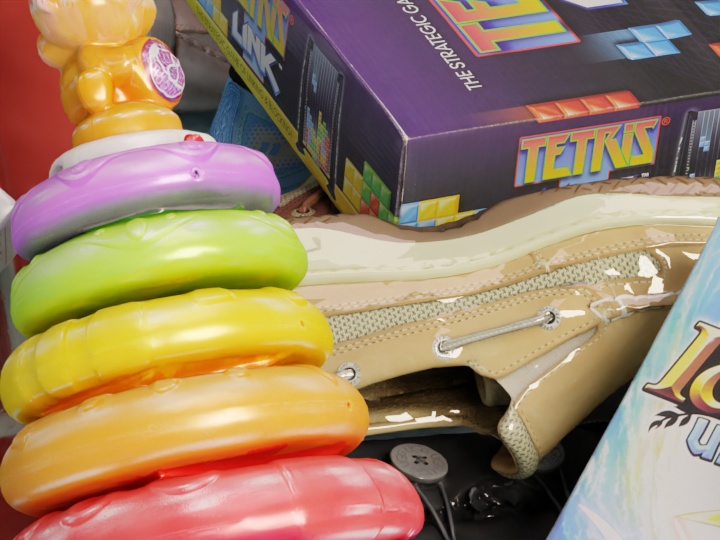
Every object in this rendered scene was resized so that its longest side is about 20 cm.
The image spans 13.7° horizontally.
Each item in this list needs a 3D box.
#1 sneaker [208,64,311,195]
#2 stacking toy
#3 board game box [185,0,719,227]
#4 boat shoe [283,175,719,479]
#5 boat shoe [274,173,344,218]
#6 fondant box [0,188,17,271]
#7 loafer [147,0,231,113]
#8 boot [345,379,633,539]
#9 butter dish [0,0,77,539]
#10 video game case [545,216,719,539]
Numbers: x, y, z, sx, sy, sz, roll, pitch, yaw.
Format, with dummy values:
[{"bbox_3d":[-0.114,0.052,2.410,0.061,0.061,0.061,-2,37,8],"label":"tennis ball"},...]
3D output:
[{"bbox_3d":[0.030,-0.061,1.120,0.199,0.090,0.078,-15,33,-34],"label":"sneaker"},{"bbox_3d":[-0.051,0.006,0.762,0.109,0.201,0.116,-20,-15,35],"label":"stacking toy"},{"bbox_3d":[0.047,-0.083,1.024,0.165,0.057,0.200,-9,36,-23],"label":"board game box"},{"bbox_3d":[0.046,0.024,0.861,0.199,0.072,0.076,-8,62,3],"label":"boat shoe"},{"bbox_3d":[0.000,0.000,0.988,0.072,0.072,0.200,-21,10,33],"label":"boat shoe"},{"bbox_3d":[-0.207,0.016,0.783,0.144,0.058,0.200,40,76,4],"label":"fondant box"},{"bbox_3d":[-0.092,-0.121,1.257,0.063,0.072,0.200,12,29,-25],"label":"loafer"},{"bbox_3d":[0.025,0.062,0.916,0.199,0.066,0.165,-10,29,-19],"label":"boot"},{"bbox_3d":[-0.168,0.007,0.894,0.198,0.201,0.148,-11,-11,-7],"label":"butter dish"},{"bbox_3d":[0.137,0.100,0.752,0.199,0.045,0.182,22,73,30],"label":"video game case"}]
